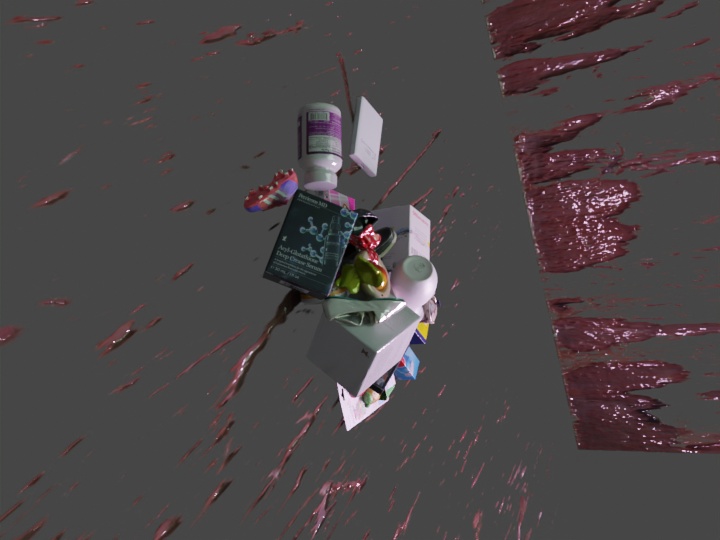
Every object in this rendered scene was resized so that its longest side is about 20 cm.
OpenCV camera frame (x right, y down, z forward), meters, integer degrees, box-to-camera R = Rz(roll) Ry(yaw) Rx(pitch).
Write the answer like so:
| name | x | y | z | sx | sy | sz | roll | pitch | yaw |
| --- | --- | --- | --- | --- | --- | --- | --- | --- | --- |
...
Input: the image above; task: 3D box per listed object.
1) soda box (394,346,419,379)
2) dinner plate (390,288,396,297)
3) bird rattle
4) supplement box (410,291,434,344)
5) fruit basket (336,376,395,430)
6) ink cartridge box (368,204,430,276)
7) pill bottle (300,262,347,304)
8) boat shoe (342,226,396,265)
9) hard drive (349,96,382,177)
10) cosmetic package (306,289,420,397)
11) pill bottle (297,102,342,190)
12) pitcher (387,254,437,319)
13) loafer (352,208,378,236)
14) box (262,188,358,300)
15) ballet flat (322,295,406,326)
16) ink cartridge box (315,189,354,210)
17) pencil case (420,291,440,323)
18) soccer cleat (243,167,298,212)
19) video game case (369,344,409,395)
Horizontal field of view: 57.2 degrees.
| name | x | y | z | sx | sy | sz | roll | pitch | yaw |
| --- | --- | --- | --- | --- | --- | --- | --- | --- | --- |
| soda box | 0.104 | 0.244 | 1.951 | 0.200 | 0.064 | 0.068 | 55 | 40 | -39 |
| dinner plate | 0.081 | 0.107 | 1.738 | 0.200 | 0.024 | 0.200 | 159 | -90 | -81 |
| bird rattle | 0.015 | -0.001 | 1.581 | 0.163 | 0.113 | 0.200 | 56 | 21 | -25 |
| supplement box | 0.143 | 0.113 | 2.000 | 0.110 | 0.109 | 0.200 | 51 | 43 | -44 |
| fruit basket | 0.011 | 0.298 | 1.749 | 0.200 | 0.094 | 0.186 | -25 | 106 | -56 |
| ink cartridge box | 0.112 | -0.070 | 1.946 | 0.147 | 0.144 | 0.200 | 31 | 58 | -55 |
| pill bottle | -0.103 | -0.026 | 1.588 | 0.116 | 0.116 | 0.200 | -22 | 103 | -60 |
| boat shoe | 0.000 | -0.053 | 1.708 | 0.065 | 0.200 | 0.072 | 51 | 12 | -49 |
| hard drive | 0.018 | -0.398 | 1.967 | 0.132 | 0.027 | 0.200 | 37 | 54 | -52 |
| cosmetic package | 0.009 | 0.162 | 1.605 | 0.200 | 0.166 | 0.168 | -31 | 151 | -48 |
| pill bottle | -0.102 | -0.306 | 1.651 | 0.112 | 0.112 | 0.200 | 13 | 74 | -59 |
| pitcher | 0.115 | 0.032 | 1.742 | 0.121 | 0.172 | 0.200 | -36 | 158 | -26 |
| loafer | -0.027 | -0.113 | 1.722 | 0.200 | 0.070 | 0.068 | -34 | 128 | -49 |
| box | -0.113 | -0.055 | 1.469 | 0.107 | 0.148 | 0.200 | 147 | -37 | -76 |
| ballet flat | 0.010 | 0.096 | 1.505 | 0.200 | 0.069 | 0.070 | 3 | 79 | -17 |
| ink cartridge box | -0.056 | -0.156 | 1.783 | 0.200 | 0.037 | 0.095 | 15 | 72 | -61 |
| pencil case | 0.124 | 0.099 | 1.887 | 0.078 | 0.200 | 0.090 | 24 | 72 | -60 |
| soccer cleat | -0.197 | -0.169 | 1.508 | 0.200 | 0.067 | 0.077 | -55 | 135 | -53 |
| video game case | 0.017 | 0.208 | 1.725 | 0.181 | 0.026 | 0.200 | 34 | 38 | 4 |
